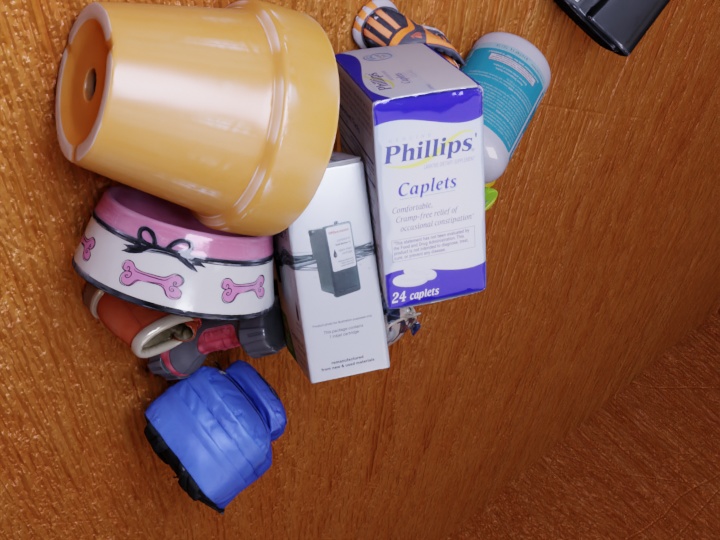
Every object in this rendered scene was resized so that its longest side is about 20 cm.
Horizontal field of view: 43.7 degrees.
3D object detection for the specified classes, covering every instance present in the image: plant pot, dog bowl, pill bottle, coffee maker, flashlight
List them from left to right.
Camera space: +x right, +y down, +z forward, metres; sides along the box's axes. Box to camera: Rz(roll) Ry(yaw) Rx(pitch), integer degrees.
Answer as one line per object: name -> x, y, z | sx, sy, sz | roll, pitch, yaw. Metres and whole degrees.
dog bowl -> -0.171, -0.024, 0.865 | 0.199, 0.199, 0.075 | -3, 113, -53
plant pot -> -0.147, -0.140, 0.755 | 0.181, 0.201, 0.202 | 7, 125, -38
flashlight -> -0.163, 0.083, 1.023 | 0.198, 0.068, 0.068 | -12, -158, 40
pill bottle -> 0.148, -0.185, 1.106 | 0.202, 0.110, 0.111 | -60, 158, -21
coffee maker -> 0.365, -0.373, 1.132 | 0.201, 0.192, 0.134 | -51, 168, 16

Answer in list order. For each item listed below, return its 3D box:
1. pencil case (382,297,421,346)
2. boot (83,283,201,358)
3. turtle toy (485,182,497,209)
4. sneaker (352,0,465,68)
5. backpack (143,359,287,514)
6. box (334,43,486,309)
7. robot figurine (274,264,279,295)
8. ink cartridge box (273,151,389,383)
pencil case -> 0.000, 0.000, 1.124 | 0.089, 0.202, 0.078 | -35, 159, 18
boot -> -0.192, 0.034, 0.995 | 0.199, 0.107, 0.076 | -23, 143, -40
turtle toy -> 0.124, -0.110, 1.246 | 0.198, 0.101, 0.147 | -23, 145, -38
sneaker -> 0.077, -0.226, 1.010 | 0.199, 0.112, 0.078 | 6, 124, -56
backpack -> -0.182, 0.196, 1.139 | 0.168, 0.162, 0.200 | -44, 170, -10
box -> 0.046, -0.099, 0.875 | 0.103, 0.184, 0.203 | -10, 117, -9
robot figurine -> -0.051, -0.014, 1.036 | 0.148, 0.203, 0.125 | -2, 173, -18
ink cartridge box -> -0.038, -0.010, 0.890 | 0.082, 0.147, 0.203 | -10, 101, -12
